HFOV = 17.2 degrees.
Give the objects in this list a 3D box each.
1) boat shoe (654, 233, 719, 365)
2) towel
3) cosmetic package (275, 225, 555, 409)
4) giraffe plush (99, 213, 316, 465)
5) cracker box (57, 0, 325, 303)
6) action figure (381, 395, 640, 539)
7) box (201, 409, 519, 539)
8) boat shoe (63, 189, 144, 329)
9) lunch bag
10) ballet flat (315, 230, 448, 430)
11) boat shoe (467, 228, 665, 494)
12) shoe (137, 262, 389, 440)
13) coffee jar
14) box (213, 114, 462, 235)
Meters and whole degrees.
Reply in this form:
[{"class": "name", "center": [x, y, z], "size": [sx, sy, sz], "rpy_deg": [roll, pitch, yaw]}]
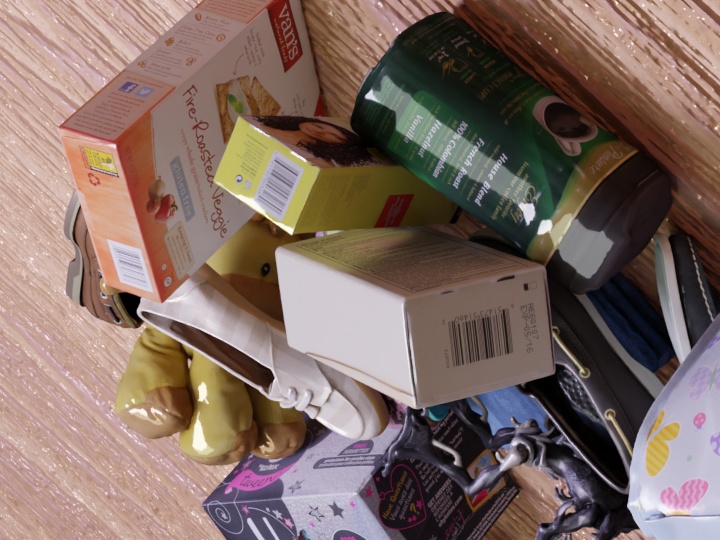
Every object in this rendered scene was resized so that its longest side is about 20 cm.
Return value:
[{"class": "boat shoe", "center": [0.235, 0.060, 1.536], "size": [0.060, 0.076, 0.201], "rpy_deg": [-15, 119, 7]}, {"class": "towel", "center": [0.129, 0.053, 1.648], "size": [0.112, 0.049, 0.200], "rpy_deg": [49, 146, -4]}, {"class": "cosmetic package", "center": [0.032, 0.024, 1.518], "size": [0.200, 0.103, 0.074], "rpy_deg": [-159, 60, -65]}, {"class": "giraffe plush", "center": [-0.087, 0.028, 1.785], "size": [0.162, 0.171, 0.201], "rpy_deg": [-42, 58, 45]}, {"class": "cracker box", "center": [-0.107, -0.093, 1.607], "size": [0.057, 0.200, 0.135], "rpy_deg": [16, 137, 32]}, {"class": "action figure", "center": [0.122, 0.141, 1.608], "size": [0.199, 0.119, 0.102], "rpy_deg": [25, 141, 8]}, {"class": "box", "center": [-0.003, 0.176, 1.835], "size": [0.199, 0.132, 0.115], "rpy_deg": [-12, 119, 51]}, {"class": "boat shoe", "center": [-0.189, -0.022, 1.888], "size": [0.068, 0.072, 0.200], "rpy_deg": [35, 155, 13]}, {"class": "lunch bag", "center": [0.271, 0.095, 1.410], "size": [0.169, 0.200, 0.128], "rpy_deg": [-10, 119, 49]}, {"class": "ballet flat", "center": [-0.001, 0.031, 1.664], "size": [0.071, 0.069, 0.201], "rpy_deg": [-11, 117, 25]}, {"class": "boat shoe", "center": [0.129, 0.058, 1.550], "size": [0.201, 0.060, 0.072], "rpy_deg": [46, 146, 10]}, {"class": "shoe", "center": [-0.070, 0.063, 1.675], "size": [0.199, 0.053, 0.070], "rpy_deg": [35, 150, 9]}, {"class": "coffee jar", "center": [0.097, -0.072, 1.498], "size": [0.199, 0.104, 0.086], "rpy_deg": [37, 121, 12]}, {"class": "box", "center": [-0.004, -0.063, 1.536], "size": [0.075, 0.199, 0.050], "rpy_deg": [33, 109, 26]}]
